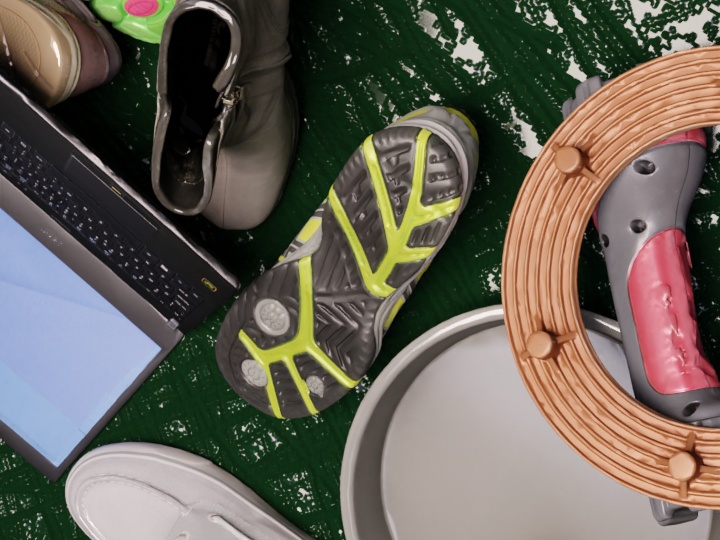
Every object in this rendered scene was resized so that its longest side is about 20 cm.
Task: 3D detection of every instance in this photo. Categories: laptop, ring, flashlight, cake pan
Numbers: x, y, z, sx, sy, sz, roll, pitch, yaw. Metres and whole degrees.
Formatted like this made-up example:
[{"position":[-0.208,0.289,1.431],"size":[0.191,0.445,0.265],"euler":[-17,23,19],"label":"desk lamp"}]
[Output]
[{"position":[-0.175,0.003,0.862],"size":[0.177,0.200,0.103],"euler":[41,70,-6],"label":"laptop"},{"position":[0.152,0.001,0.737],"size":[0.199,0.019,0.202],"euler":[-3,84,26],"label":"ring"},{"position":[0.143,0.009,0.783],"size":[0.067,0.068,0.202],"euler":[-14,75,12],"label":"flashlight"},{"position":[0.089,0.113,0.857],"size":[0.199,0.037,0.202],"euler":[2,99,15],"label":"cake pan"}]

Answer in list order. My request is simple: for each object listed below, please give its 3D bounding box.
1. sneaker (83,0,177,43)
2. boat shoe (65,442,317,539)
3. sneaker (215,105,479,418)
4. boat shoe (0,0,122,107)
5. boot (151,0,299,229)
[{"position":[-0.061,-0.174,0.845],"size":[0.199,0.084,0.077],"euler":[-21,132,30],"label":"sneaker"},{"position":[-0.073,0.157,0.892],"size":[0.199,0.068,0.072],"euler":[34,105,8],"label":"boat shoe"},{"position":[0.000,0.000,0.852],"size":[0.075,0.076,0.200],"euler":[44,125,3],"label":"sneaker"},{"position":[-0.203,-0.142,0.886],"size":[0.199,0.065,0.072],"euler":[33,111,28],"label":"boat shoe"},{"position":[-0.071,-0.069,0.792],"size":[0.067,0.131,0.201],"euler":[12,134,4],"label":"boot"}]
